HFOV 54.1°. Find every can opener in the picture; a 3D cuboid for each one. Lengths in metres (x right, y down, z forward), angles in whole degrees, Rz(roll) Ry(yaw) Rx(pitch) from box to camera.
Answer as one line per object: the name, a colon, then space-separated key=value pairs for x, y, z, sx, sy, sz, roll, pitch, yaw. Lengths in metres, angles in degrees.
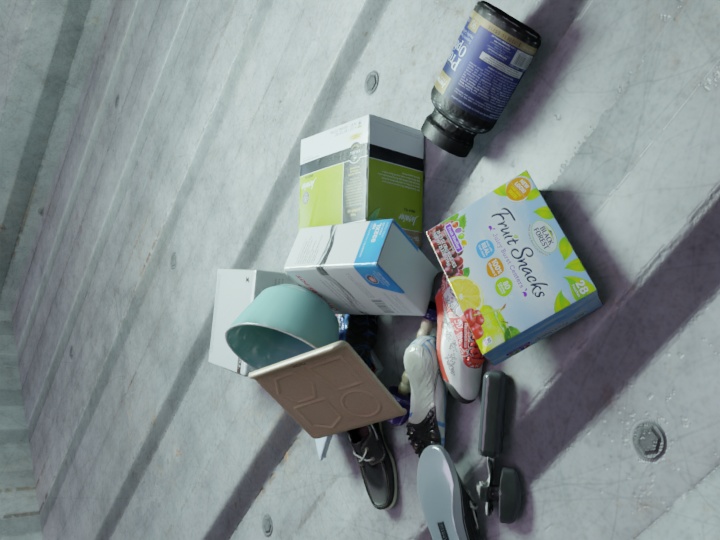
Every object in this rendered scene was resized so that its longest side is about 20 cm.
can opener: x=0.195 y=0.245 z=0.995 sx=0.065 sy=0.053 sz=0.206 roll=-1 pitch=85 yaw=16

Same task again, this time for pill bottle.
pill bottle: x=0.171 y=-0.277 z=1.041 sx=0.112 sy=0.110 sz=0.203 roll=52 pitch=123 yaw=41

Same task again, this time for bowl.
bowl: x=-0.112 y=0.099 z=1.155 sx=0.198 sy=0.200 sz=0.107 roll=-18 pitch=41 yaw=48

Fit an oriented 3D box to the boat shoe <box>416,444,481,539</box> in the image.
boat shoe: x=0.140 y=0.354 z=1.024 sx=0.073 sy=0.067 sz=0.204 roll=-32 pitch=67 yaw=39

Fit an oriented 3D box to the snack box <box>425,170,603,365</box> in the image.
snack box: x=0.202 y=-0.005 z=0.950 sx=0.166 sy=0.068 sz=0.204 roll=-30 pitch=60 yaw=14

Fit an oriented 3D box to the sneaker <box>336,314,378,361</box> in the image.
sneaker: x=-0.018 y=0.077 z=1.258 sx=0.078 sy=0.074 sz=0.205 roll=-26 pitch=53 yaw=46

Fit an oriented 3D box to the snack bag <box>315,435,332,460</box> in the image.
snack bag: x=-0.062 y=0.196 z=1.252 sx=0.191 sy=0.021 sz=0.204 roll=-109 pitch=29 yaw=-50

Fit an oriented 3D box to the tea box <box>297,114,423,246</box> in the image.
tea box: x=-0.002 y=-0.137 z=1.220 sx=0.197 sy=0.131 sz=0.203 roll=-5 pitch=80 yaw=50

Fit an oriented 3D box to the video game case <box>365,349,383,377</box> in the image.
video game case: x=-0.038 y=0.158 z=1.312 sx=0.145 sy=0.017 sz=0.202 roll=-58 pitch=45 yaw=28

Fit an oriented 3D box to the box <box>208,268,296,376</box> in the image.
box: x=-0.208 y=0.102 z=1.432 sx=0.198 sy=0.128 sz=0.205 roll=3 pitch=86 yaw=57

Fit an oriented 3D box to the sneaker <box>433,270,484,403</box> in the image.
sneaker: x=0.166 y=0.083 z=1.030 sx=0.107 sy=0.066 sz=0.207 roll=-27 pitch=61 yaw=48

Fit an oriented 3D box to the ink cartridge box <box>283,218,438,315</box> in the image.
ink cartridge box: x=0.000 y=0.000 z=1.109 sx=0.196 sy=0.145 sz=0.085 roll=-2 pitch=57 yaw=41

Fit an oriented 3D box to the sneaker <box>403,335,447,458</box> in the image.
sneaker: x=0.108 y=0.199 z=1.085 sx=0.071 sy=0.072 sz=0.206 roll=9 pitch=110 yaw=41

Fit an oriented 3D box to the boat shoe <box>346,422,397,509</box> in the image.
boat shoe: x=0.009 y=0.301 z=1.188 sx=0.071 sy=0.067 sz=0.205 roll=-24 pitch=72 yaw=33

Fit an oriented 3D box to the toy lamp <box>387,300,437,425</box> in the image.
toy lamp: x=0.085 y=0.151 z=1.130 sx=0.058 sy=0.057 sz=0.205 roll=34 pitch=111 yaw=47

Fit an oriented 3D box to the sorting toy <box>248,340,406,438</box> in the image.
sorting toy: x=-0.049 y=0.185 z=1.096 sx=0.182 sy=0.201 sz=0.037 roll=-21 pitch=39 yaw=28
